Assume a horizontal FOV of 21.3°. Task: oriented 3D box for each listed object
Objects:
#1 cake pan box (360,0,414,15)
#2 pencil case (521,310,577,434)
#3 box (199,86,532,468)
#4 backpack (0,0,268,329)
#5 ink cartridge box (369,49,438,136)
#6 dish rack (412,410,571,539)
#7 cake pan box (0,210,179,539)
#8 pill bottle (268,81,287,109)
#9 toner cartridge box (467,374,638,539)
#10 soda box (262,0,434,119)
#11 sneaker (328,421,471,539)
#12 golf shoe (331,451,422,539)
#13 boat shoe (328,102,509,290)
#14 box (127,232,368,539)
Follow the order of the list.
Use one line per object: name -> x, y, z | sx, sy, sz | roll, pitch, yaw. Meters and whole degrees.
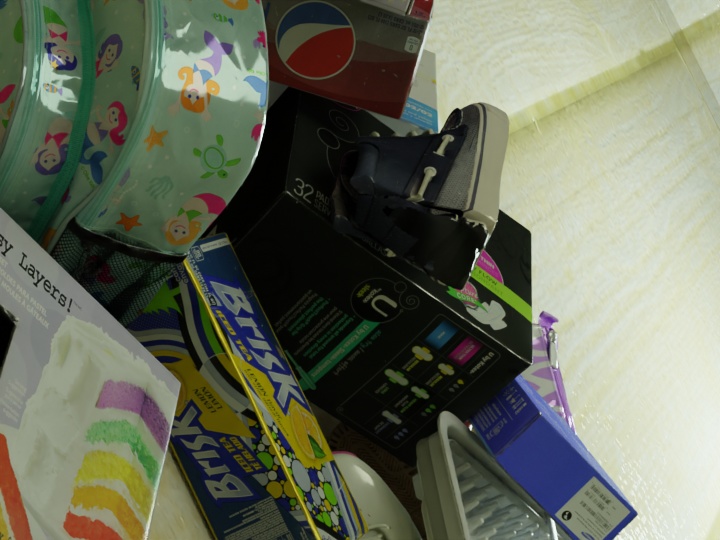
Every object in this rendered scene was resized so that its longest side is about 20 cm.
cake pan box -> -0.046, -0.226, 1.196 | 0.183, 0.053, 0.200 | 21, 18, -4
pencil case -> 0.145, 0.134, 1.533 | 0.084, 0.085, 0.201 | 29, 41, -52
box -> 0.000, 0.000, 1.240 | 0.200, 0.124, 0.149 | 34, 32, -20
backpack -> -0.135, -0.083, 0.997 | 0.150, 0.200, 0.178 | 18, 47, -34
ink cartridge box -> 0.006, -0.102, 1.401 | 0.068, 0.116, 0.200 | 21, 25, -9
dish rack -> 0.096, 0.198, 1.204 | 0.200, 0.043, 0.172 | 45, 25, -41
cake pan box -> -0.174, 0.069, 0.891 | 0.200, 0.052, 0.185 | 49, 30, -32
pill bottle -> -0.080, -0.205, 1.362 | 0.120, 0.119, 0.201 | 37, 33, -48
toner cartridge box -> 0.112, 0.109, 1.255 | 0.095, 0.043, 0.200 | 47, 3, -14
soda box -> -0.058, -0.160, 1.197 | 0.199, 0.070, 0.063 | 17, 22, -1
sneaker -> 0.060, 0.164, 1.326 | 0.201, 0.071, 0.113 | 58, 25, -8
golf shoe -> 0.019, 0.198, 1.155 | 0.092, 0.075, 0.201 | 111, -42, -70
boat shoe -> 0.035, -0.065, 1.172 | 0.092, 0.075, 0.200 | 23, 23, -6
box -> -0.074, 0.083, 1.123 | 0.201, 0.064, 0.070 | 65, 22, 2
